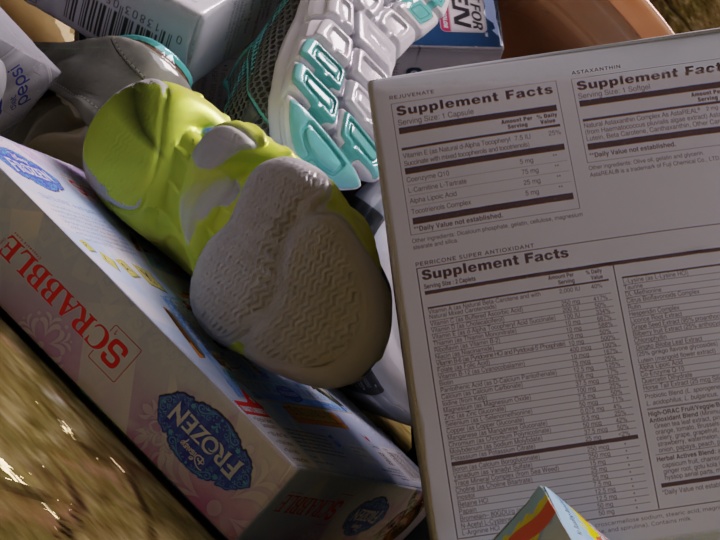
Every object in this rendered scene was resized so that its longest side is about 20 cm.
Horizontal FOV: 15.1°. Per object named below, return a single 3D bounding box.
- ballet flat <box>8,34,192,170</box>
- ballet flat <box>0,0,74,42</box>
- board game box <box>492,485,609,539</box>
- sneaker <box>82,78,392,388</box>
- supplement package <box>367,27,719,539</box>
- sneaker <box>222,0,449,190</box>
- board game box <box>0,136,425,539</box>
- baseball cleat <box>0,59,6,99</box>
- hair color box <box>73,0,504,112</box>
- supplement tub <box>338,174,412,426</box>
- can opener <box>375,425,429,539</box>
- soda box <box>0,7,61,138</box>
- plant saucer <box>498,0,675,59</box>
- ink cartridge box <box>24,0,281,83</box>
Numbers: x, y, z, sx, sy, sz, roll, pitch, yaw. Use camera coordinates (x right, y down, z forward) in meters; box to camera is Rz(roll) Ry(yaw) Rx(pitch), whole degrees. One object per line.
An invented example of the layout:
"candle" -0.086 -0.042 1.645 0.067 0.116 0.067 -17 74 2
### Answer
"ballet flat" -0.144 -0.071 1.233 0.067 0.064 0.200 43 -19 -25
"ballet flat" -0.127 -0.073 1.396 0.200 0.069 0.063 38 21 -27
"board game box" 0.106 0.182 0.883 0.200 0.105 0.103 40 7 -16
"sneaker" -0.029 -0.006 1.088 0.105 0.076 0.200 36 8 -45
"supplement package" 0.093 0.038 1.026 0.152 0.150 0.200 80 1 -63
"sneaker" -0.024 -0.100 1.227 0.078 0.091 0.200 46 40 -21
"board game box" -0.073 0.032 1.098 0.200 0.041 0.200 44 7 18
"baseball cleat" -0.189 -0.126 1.052 0.070 0.107 0.200 22 4 -46
"hair color box" -0.039 -0.103 1.324 0.100 0.200 0.061 106 -17 -55
"supplement tub" 0.000 0.000 1.252 0.123 0.123 0.200 39 -11 -28
"can opener" 0.043 0.105 1.198 0.053 0.067 0.200 38 7 -28
"soda box" -0.220 -0.130 1.193 0.200 0.063 0.068 45 9 31
"plant saucer" 0.109 -0.091 1.361 0.200 0.032 0.200 47 -18 20
"ink cartridge box" -0.093 -0.174 1.289 0.160 0.047 0.200 30 36 15
